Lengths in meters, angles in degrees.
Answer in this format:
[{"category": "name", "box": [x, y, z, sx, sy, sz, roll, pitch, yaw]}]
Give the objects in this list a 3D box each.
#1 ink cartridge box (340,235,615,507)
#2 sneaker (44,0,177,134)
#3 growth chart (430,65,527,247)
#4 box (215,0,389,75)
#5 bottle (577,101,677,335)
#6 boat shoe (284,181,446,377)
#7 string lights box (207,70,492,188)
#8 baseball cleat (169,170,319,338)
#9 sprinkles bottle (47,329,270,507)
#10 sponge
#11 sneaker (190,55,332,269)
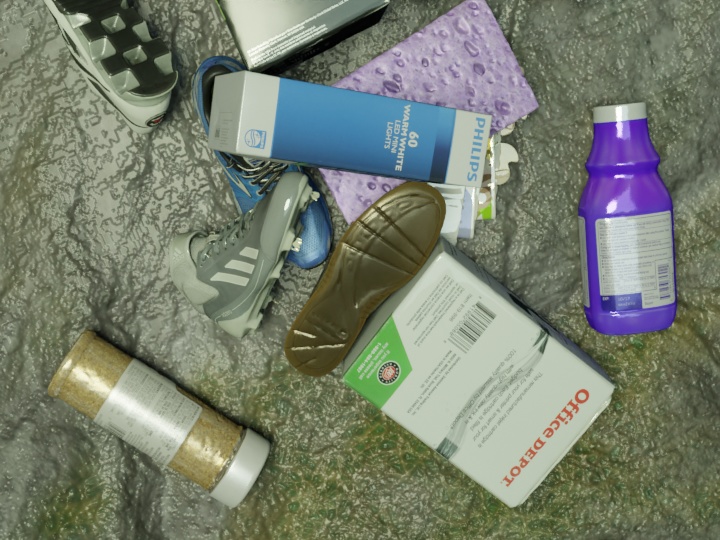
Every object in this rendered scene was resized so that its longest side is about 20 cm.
[{"category": "ink cartridge box", "box": [0.102, 0.089, 0.831, 0.199, 0.083, 0.147, 38, 102, -8]}, {"category": "sneaker", "box": [-0.223, -0.202, 0.783, 0.073, 0.089, 0.202, -23, 75, -24]}, {"category": "growth chart", "box": [0.070, -0.097, 0.842, 0.142, 0.018, 0.204, 13, 97, -6]}, {"category": "box", "box": [-0.075, -0.271, 0.741, 0.123, 0.149, 0.203, -25, 100, 2]}, {"category": "bottle", "box": [0.238, -0.047, 0.836, 0.082, 0.065, 0.204, -7, 98, -3]}, {"category": "boat shoe", "box": [0.000, 0.000, 0.816, 0.073, 0.065, 0.201, 37, 105, -11]}, {"category": "string lights box", "box": [-0.010, -0.107, 0.720, 0.196, 0.103, 0.060, 5, 97, -23]}, {"category": "baseball cleat", "box": [-0.106, -0.017, 0.774, 0.105, 0.070, 0.201, 26, 134, -2]}, {"category": "sprinkles bottle", "box": [-0.178, 0.133, 0.833, 0.198, 0.068, 0.069, 34, 95, -8]}, {"category": "sponge", "box": [0.046, -0.140, 0.812, 0.198, 0.030, 0.113, -31, 98, 0]}, {"category": "sneaker", "box": [-0.088, -0.087, 0.797, 0.078, 0.089, 0.202, -30, 101, 1]}]
